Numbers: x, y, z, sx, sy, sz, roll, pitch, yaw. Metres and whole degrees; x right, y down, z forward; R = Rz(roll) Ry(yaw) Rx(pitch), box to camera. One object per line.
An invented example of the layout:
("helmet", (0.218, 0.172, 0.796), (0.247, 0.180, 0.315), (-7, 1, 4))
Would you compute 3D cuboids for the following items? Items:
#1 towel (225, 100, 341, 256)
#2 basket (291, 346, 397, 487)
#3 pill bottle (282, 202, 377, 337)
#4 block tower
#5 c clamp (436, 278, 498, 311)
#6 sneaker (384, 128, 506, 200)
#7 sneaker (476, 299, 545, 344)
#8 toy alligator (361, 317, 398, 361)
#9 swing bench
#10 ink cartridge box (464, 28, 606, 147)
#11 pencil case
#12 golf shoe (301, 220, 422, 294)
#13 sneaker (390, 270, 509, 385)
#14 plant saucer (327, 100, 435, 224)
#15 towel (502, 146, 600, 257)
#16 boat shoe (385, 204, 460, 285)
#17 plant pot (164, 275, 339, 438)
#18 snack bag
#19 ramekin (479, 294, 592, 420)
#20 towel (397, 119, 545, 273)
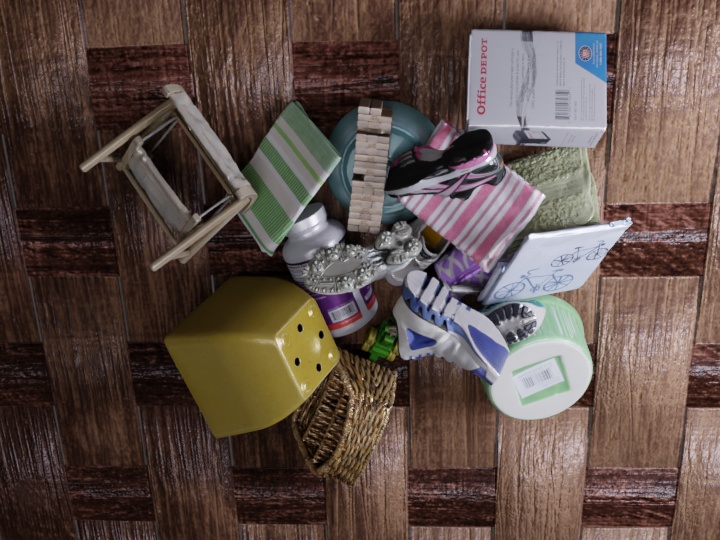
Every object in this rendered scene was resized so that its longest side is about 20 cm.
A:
("towel", (-0.123, -0.143, 1.392), (0.023, 0.153, 0.201), (11, 124, -51))
("basket", (-0.040, 0.254, 1.524), (0.146, 0.144, 0.203), (22, 120, -4))
("pill bottle", (-0.055, -0.002, 1.445), (0.110, 0.113, 0.203), (-20, 109, 12))
("block tower", (0.015, -0.154, 1.368), (0.053, 0.058, 0.204), (6, 114, 3))
("c clamp", (0.164, 0.043, 1.414), (0.196, 0.028, 0.172), (-1, 145, -30))
("sneaker", (0.124, -0.132, 1.308), (0.197, 0.082, 0.086), (-8, 139, 41))
("sneaker", (0.197, 0.090, 1.389), (0.197, 0.079, 0.079), (-15, 95, 31))
("toy alligator", (0.045, 0.103, 1.473), (0.058, 0.055, 0.200), (20, 158, -4))
("swing bench", (-0.281, -0.142, 1.373), (0.199, 0.130, 0.201), (-36, 88, 14))
("ink cartridge box", (0.250, -0.262, 1.295), (0.195, 0.084, 0.149), (3, 79, 3))
("pencil case", (0.211, -0.026, 1.429), (0.198, 0.086, 0.084), (-33, 108, 17))
("golf shoe", (0.000, 0.000, 1.370), (0.196, 0.098, 0.079), (-18, 70, -20))
("sneaker", (0.121, 0.101, 1.344), (0.199, 0.081, 0.116), (41, 130, 3))
("plant saucer", (0.038, -0.163, 1.412), (0.195, 0.036, 0.205), (1, 113, 3))
("towel", (0.260, -0.108, 1.362), (0.196, 0.152, 0.036), (-16, 156, 23))
("boat shoe", (0.103, -0.041, 1.433), (0.070, 0.070, 0.200), (37, 118, -13))
("plant pot", (-0.151, 0.130, 1.423), (0.197, 0.196, 0.197), (-8, 116, 39))
("snack bag", (0.287, -0.014, 1.343), (0.184, 0.022, 0.201), (-8, 151, -19))
("ramekin", (0.282, 0.149, 1.460), (0.195, 0.099, 0.203), (-4, 126, -5))
("towel", (0.159, -0.113, 1.348), (0.199, 0.030, 0.148), (40, 105, 15))
